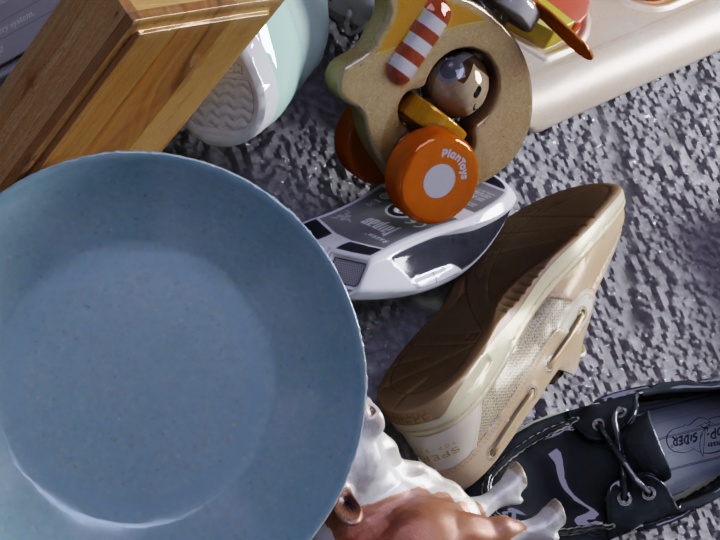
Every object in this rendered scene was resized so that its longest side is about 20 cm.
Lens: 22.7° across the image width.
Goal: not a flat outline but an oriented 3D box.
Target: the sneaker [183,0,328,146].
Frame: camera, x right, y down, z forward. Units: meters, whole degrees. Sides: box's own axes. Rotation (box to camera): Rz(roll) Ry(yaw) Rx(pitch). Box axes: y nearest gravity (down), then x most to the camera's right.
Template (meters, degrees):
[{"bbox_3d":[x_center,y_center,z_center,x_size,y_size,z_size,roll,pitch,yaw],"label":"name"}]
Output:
[{"bbox_3d":[-0.077,-0.170,0.869,0.202,0.073,0.118,71,25,-16],"label":"sneaker"}]

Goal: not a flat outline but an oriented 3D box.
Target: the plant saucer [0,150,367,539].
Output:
[{"bbox_3d":[-0.098,0.050,0.782,0.199,0.039,0.203,0,89,-8],"label":"plant saucer"}]

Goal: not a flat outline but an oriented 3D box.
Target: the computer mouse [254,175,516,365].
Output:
[{"bbox_3d":[0.000,0.000,0.906,0.199,0.044,0.109,-24,32,-33],"label":"computer mouse"}]

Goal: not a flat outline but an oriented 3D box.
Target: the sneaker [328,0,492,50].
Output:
[{"bbox_3d":[0.014,-0.150,0.967,0.088,0.074,0.201,-34,101,8],"label":"sneaker"}]

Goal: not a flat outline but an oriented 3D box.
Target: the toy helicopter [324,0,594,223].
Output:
[{"bbox_3d":[0.036,-0.132,0.888,0.132,0.201,0.079,-30,31,-13],"label":"toy helicopter"}]

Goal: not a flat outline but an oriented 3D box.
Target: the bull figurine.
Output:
[{"bbox_3d":[0.039,0.150,0.825,0.121,0.065,0.202,-13,89,-20],"label":"bull figurine"}]

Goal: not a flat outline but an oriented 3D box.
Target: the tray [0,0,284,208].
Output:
[{"bbox_3d":[-0.125,-0.062,0.800,0.098,0.200,0.037,-20,69,-51],"label":"tray"}]

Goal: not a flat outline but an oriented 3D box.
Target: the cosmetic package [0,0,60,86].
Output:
[{"bbox_3d":[-0.174,-0.174,0.898,0.090,0.106,0.201,21,45,-62],"label":"cosmetic package"}]

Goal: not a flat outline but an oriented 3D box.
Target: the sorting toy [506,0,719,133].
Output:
[{"bbox_3d":[0.115,-0.196,1.066,0.184,0.037,0.201,-25,74,-29],"label":"sorting toy"}]

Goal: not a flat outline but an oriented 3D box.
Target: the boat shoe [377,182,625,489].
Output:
[{"bbox_3d":[0.081,0.029,0.927,0.200,0.071,0.065,-47,119,-33],"label":"boat shoe"}]

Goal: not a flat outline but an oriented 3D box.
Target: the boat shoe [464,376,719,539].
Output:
[{"bbox_3d":[0.144,0.093,0.909,0.198,0.066,0.075,-7,67,-22],"label":"boat shoe"}]
